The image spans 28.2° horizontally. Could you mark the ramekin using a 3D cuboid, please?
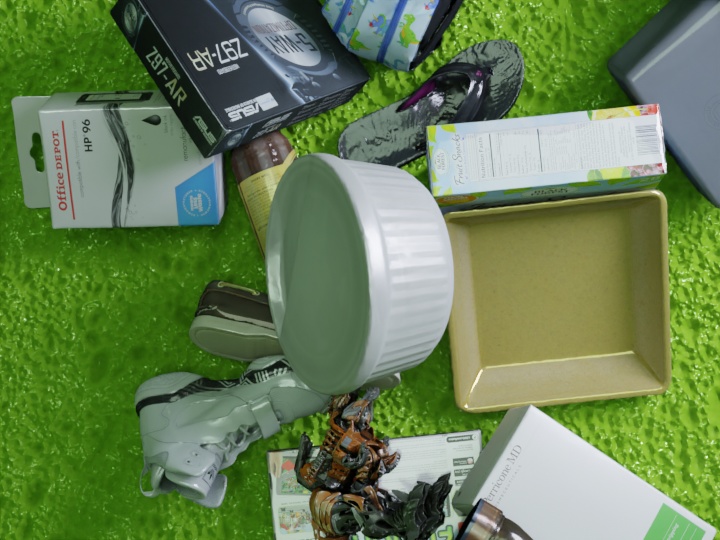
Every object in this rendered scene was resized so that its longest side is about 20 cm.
[{"bbox_3d":[0.000,0.000,1.214,0.093,0.202,0.204,-5,82,-28],"label":"ramekin"}]

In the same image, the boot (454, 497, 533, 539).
[{"bbox_3d":[0.110,0.277,1.227,0.096,0.201,0.075,28,55,7],"label":"boot"}]

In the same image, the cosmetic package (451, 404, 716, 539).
[{"bbox_3d":[0.194,0.217,1.258,0.199,0.085,0.108,33,78,-4],"label":"cosmetic package"}]

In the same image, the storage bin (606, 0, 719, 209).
[{"bbox_3d":[0.319,-0.164,1.283,0.134,0.146,0.200,-37,107,9],"label":"storage bin"}]

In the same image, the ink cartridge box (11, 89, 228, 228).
[{"bbox_3d":[-0.228,-0.103,1.325,0.198,0.068,0.117,-2,111,4],"label":"ink cartridge box"}]

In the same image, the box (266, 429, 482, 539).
[{"bbox_3d":[0.017,0.210,1.313,0.198,0.035,0.111,-5,84,3],"label":"box"}]

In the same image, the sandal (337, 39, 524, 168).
[{"bbox_3d":[0.070,-0.148,1.341,0.199,0.048,0.076,-33,83,0],"label":"sandal"}]

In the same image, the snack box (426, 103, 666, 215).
[{"bbox_3d":[0.159,-0.090,1.269,0.198,0.169,0.068,-7,82,2],"label":"snack box"}]

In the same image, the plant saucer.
[{"bbox_3d":[0.174,0.022,1.285,0.198,0.049,0.202,-6,115,2],"label":"plant saucer"}]

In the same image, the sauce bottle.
[{"bbox_3d":[-0.083,-0.081,1.335,0.064,0.065,0.202,-19,85,1],"label":"sauce bottle"}]

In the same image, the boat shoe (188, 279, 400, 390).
[{"bbox_3d":[-0.055,0.059,1.318,0.198,0.072,0.060,14,58,-1],"label":"boat shoe"}]

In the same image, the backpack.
[{"bbox_3d":[0.049,-0.284,1.308,0.152,0.163,0.202,9,106,-1],"label":"backpack"}]

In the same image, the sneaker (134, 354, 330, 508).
[{"bbox_3d":[-0.109,0.147,1.288,0.198,0.075,0.116,-7,54,8],"label":"sneaker"}]

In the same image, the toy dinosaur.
[{"bbox_3d":[0.003,0.203,1.265,0.134,0.102,0.202,8,112,18],"label":"toy dinosaur"}]

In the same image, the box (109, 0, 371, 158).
[{"bbox_3d":[-0.106,-0.203,1.299,0.199,0.044,0.161,-26,80,-44],"label":"box"}]
